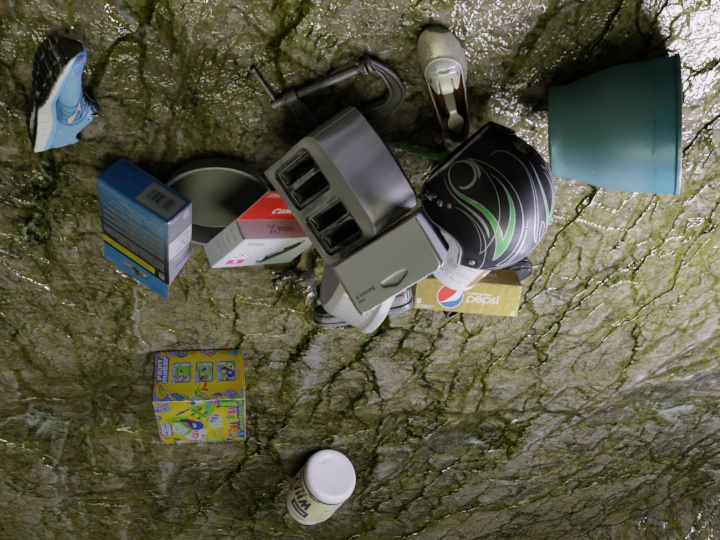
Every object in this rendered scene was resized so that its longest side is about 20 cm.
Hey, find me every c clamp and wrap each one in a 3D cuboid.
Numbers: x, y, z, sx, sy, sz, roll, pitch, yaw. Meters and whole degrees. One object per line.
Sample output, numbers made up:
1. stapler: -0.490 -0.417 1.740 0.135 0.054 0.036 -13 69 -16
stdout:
1. c clamp: -0.038 -0.261 1.291 0.197 0.027 0.171 -15 143 13

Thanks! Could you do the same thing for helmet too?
1. helmet: 0.199 -0.103 1.335 0.191 0.200 0.199 49 127 -4

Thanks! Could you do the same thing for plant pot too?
1. plant pot: 0.375 -0.210 1.303 0.185 0.203 0.201 0 147 18

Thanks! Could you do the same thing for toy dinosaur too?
1. toy dinosaur: -0.117 0.008 1.627 0.087 0.048 0.201 -18 153 -16

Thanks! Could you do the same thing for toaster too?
1. toaster: -0.025 -0.125 1.306 0.182 0.118 0.199 55 142 -6

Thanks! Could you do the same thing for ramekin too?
1. ramekin: 0.000 0.000 1.523 0.093 0.205 0.203 19 139 -14

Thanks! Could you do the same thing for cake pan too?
1. cake pan: -0.237 -0.114 1.452 0.197 0.037 0.202 -5 145 -3

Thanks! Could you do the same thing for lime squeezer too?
1. lime squeezer: 0.143 -0.147 1.436 0.071 0.038 0.201 -44 116 -11

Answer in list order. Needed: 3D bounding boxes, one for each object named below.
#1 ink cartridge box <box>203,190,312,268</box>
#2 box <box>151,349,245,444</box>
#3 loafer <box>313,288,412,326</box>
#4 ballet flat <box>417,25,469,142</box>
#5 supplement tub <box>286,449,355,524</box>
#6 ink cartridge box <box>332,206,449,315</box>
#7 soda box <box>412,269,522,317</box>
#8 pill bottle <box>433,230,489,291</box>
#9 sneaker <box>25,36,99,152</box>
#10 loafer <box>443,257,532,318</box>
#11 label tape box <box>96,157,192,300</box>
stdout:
1. ink cartridge box: -0.134 -0.068 1.460 0.173 0.044 0.199 -34 163 33
2. box: -0.344 0.275 1.901 0.189 0.124 0.201 -1 145 -8
3. loafer: 0.002 0.055 1.703 0.196 0.072 0.064 -11 123 -5
4. ballet flat: 0.131 -0.266 1.281 0.066 0.063 0.201 -15 143 11
5. supplement tub: -0.110 0.582 2.344 0.143 0.147 0.201 9 141 -21
6. ink cartridge box: 0.051 -0.019 1.321 0.144 0.088 0.200 -32 -176 12
7. soda box: 0.198 0.035 1.649 0.196 0.064 0.069 5 117 -3
8. pill bottle: 0.211 -0.062 1.531 0.113 0.116 0.200 15 139 -27
9. sneaker: -0.409 -0.248 1.230 0.089 0.079 0.200 -7 153 -34
10. loafer: 0.248 0.039 1.721 0.198 0.064 0.072 -22 143 20
11. label tape box: -0.347 -0.065 1.422 0.143 0.063 0.201 32 144 12
